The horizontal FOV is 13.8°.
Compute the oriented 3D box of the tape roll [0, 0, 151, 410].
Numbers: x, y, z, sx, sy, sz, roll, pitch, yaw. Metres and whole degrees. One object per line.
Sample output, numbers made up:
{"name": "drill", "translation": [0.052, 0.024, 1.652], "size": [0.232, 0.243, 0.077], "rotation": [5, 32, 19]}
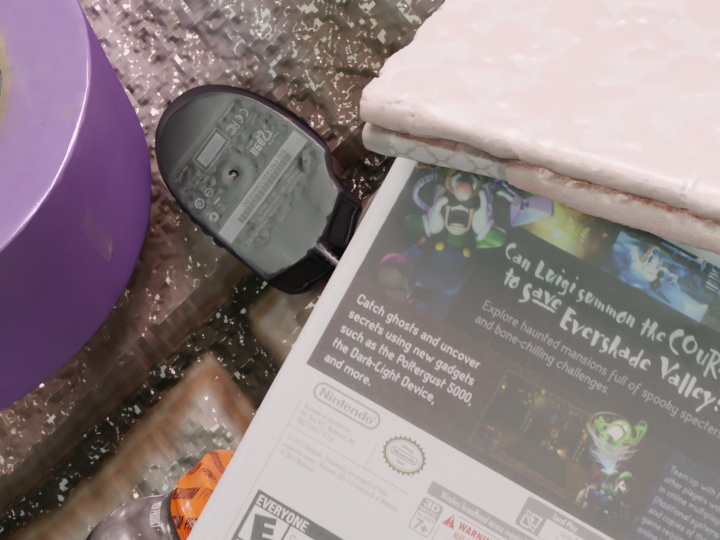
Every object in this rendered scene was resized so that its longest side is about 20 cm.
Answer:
{"name": "tape roll", "translation": [-0.186, -0.039, 1.139], "size": [0.200, 0.085, 0.200], "rotation": [-6, 58, 10]}

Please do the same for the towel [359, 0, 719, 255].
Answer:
{"name": "towel", "translation": [0.126, -0.076, 0.997], "size": [0.191, 0.200, 0.032], "rotation": [17, 134, 28]}

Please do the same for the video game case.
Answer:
{"name": "video game case", "translation": [0.064, 0.065, 0.986], "size": [0.200, 0.023, 0.182], "rotation": [29, 91, 22]}

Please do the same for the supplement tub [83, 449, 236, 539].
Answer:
{"name": "supplement tub", "translation": [-0.083, 0.170, 1.096], "size": [0.123, 0.123, 0.200], "rotation": [46, 104, 21]}

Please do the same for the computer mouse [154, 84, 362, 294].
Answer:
{"name": "computer mouse", "translation": [0.000, 0.000, 1.127], "size": [0.200, 0.034, 0.059], "rotation": [43, 102, 15]}

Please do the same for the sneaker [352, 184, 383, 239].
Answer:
{"name": "sneaker", "translation": [0.057, 0.058, 1.040], "size": [0.090, 0.066, 0.200], "rotation": [-11, 96, 54]}
